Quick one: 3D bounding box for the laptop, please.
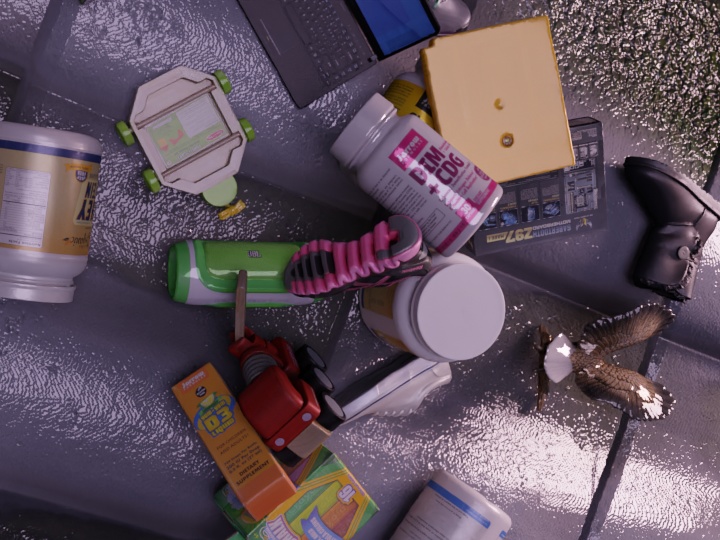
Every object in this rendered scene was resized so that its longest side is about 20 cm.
[{"bbox_3d":[-0.031,-0.335,1.407,0.200,0.103,0.178,-32,104,-7],"label":"laptop"}]

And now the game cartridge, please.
[{"bbox_3d":[0.178,-0.216,1.411,0.176,0.032,0.201,-13,97,-9],"label":"game cartridge"}]

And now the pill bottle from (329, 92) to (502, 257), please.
[{"bbox_3d":[0.067,-0.120,1.342,0.200,0.113,0.113,39,81,-2],"label":"pill bottle"}]

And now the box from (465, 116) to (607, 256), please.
[{"bbox_3d":[0.236,-0.116,1.488,0.199,0.051,0.158,-12,110,-9],"label":"box"}]

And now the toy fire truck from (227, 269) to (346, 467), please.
[{"bbox_3d":[-0.117,0.117,1.366,0.129,0.176,0.200,-43,120,10],"label":"toy fire truck"}]

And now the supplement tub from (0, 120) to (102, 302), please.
[{"bbox_3d":[-0.391,-0.069,1.292,0.144,0.144,0.201,7,93,-20],"label":"supplement tub"}]

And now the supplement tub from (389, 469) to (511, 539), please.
[{"bbox_3d":[0.107,0.395,1.520,0.132,0.132,0.200,39,82,-18],"label":"supplement tub"}]

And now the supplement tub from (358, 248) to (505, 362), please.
[{"bbox_3d":[0.094,0.043,1.445,0.144,0.200,0.145,-2,96,-20],"label":"supplement tub"}]

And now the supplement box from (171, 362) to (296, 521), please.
[{"bbox_3d":[-0.163,0.214,1.376,0.066,0.200,0.069,-35,147,-8],"label":"supplement box"}]

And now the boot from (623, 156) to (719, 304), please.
[{"bbox_3d":[0.449,-0.058,1.628,0.200,0.076,0.169,29,81,-26],"label":"boot"}]

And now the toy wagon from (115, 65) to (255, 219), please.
[{"bbox_3d":[-0.215,-0.159,1.403,0.155,0.040,0.201,-30,105,-14],"label":"toy wagon"}]

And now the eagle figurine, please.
[{"bbox_3d":[0.356,0.128,1.577,0.152,0.199,0.151,74,26,-43],"label":"eagle figurine"}]

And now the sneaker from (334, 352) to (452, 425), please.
[{"bbox_3d":[0.045,0.173,1.508,0.199,0.073,0.071,-28,100,-15],"label":"sneaker"}]

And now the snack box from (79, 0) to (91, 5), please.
[{"bbox_3d":[-0.312,-0.454,1.326,0.168,0.068,0.201,-29,103,-15],"label":"snack box"}]

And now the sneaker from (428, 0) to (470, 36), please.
[{"bbox_3d":[0.073,-0.380,1.452,0.199,0.087,0.075,21,71,-20],"label":"sneaker"}]

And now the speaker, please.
[{"bbox_3d":[-0.147,0.003,1.417,0.199,0.088,0.089,1,95,-20],"label":"speaker"}]

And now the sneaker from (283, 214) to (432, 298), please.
[{"bbox_3d":[0.000,0.000,1.355,0.095,0.199,0.079,40,41,-52],"label":"sneaker"}]

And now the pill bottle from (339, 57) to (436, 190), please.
[{"bbox_3d":[0.068,-0.192,1.461,0.112,0.112,0.200,35,83,-19],"label":"pill bottle"}]

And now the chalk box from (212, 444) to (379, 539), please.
[{"bbox_3d":[-0.102,0.323,1.430,0.200,0.124,0.125,-43,121,-12],"label":"chalk box"}]
